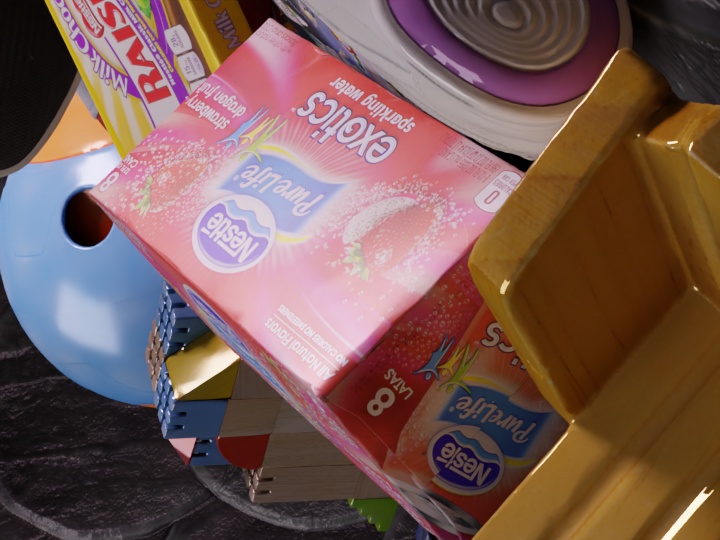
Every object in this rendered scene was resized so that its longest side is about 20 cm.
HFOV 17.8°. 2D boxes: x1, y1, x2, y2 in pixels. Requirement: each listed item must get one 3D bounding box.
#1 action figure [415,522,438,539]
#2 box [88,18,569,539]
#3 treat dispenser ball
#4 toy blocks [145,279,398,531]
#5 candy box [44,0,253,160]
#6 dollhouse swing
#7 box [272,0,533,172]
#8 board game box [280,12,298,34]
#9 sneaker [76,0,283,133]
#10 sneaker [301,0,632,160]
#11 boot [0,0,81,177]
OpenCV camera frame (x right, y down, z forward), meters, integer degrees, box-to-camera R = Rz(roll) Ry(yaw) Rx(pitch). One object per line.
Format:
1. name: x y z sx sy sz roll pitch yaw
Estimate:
1. action figure: 0.085 0.083 1.067 0.193 0.104 0.200 -130 43 -61
2. box: 0.000 0.000 0.804 0.095 0.100 0.200 49 174 -35
3. treat dispenser ball: -0.111 -0.020 1.339 0.201 0.201 0.201 45 174 6
4. toy blocks: -0.034 0.038 1.037 0.200 0.137 0.100 108 154 -42
5. candy box: -0.102 -0.134 0.914 0.102 0.026 0.200 -11 107 57
6. dollhouse swing: 0.087 0.092 0.588 0.200 0.176 0.182 46 176 27
7. box: 0.019 -0.079 0.819 0.200 0.040 0.137 49 174 -32
8. board game box: -0.062 -0.120 1.121 0.200 0.037 0.151 46 173 12
9. sneaker: -0.057 -0.076 1.003 0.113 0.071 0.200 56 156 1
10. sneaker: -0.007 -0.101 0.675 0.200 0.075 0.100 45 173 13
11. boot: -0.175 -0.147 1.055 0.072 0.200 0.144 6 -170 -28
